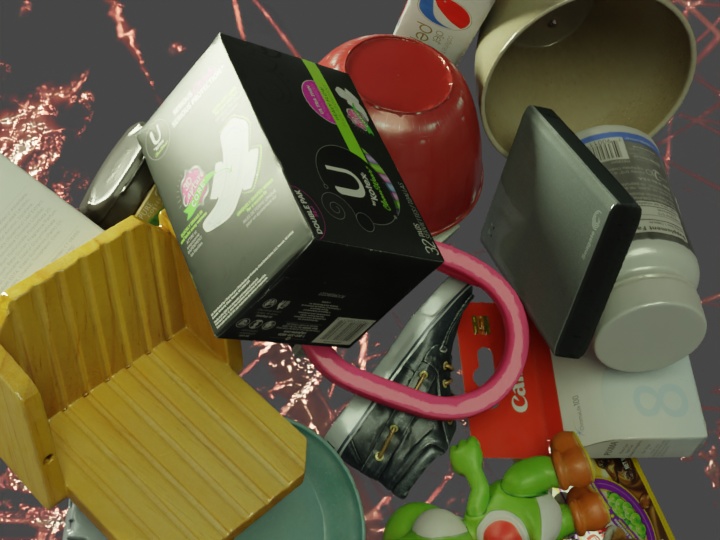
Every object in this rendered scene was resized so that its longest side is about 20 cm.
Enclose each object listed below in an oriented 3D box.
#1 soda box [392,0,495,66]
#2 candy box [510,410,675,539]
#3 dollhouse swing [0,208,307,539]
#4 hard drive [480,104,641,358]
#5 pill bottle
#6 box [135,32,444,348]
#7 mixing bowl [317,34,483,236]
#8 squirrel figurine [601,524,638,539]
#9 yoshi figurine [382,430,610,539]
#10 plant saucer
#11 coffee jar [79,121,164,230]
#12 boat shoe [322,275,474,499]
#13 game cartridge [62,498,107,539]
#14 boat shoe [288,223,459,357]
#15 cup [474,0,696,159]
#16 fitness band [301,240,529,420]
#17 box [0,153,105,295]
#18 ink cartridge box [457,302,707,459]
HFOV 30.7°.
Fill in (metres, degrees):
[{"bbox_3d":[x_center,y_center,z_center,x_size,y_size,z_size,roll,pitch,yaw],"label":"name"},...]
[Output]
[{"bbox_3d":[0.079,-0.241,1.177,0.068,0.200,0.064,23,72,-3],"label":"soda box"},{"bbox_3d":[0.210,0.213,1.155,0.102,0.026,0.200,-22,77,-12],"label":"candy box"},{"bbox_3d":[-0.151,0.092,0.986,0.176,0.182,0.200,30,49,33],"label":"dollhouse swing"},{"bbox_3d":[0.164,-0.037,1.106,0.033,0.200,0.140,8,116,-19],"label":"hard drive"},{"bbox_3d":[0.228,-0.020,1.139,0.114,0.114,0.200,-1,51,-8],"label":"pill bottle"},{"bbox_3d":[-0.057,-0.058,1.013,0.148,0.124,0.200,8,48,-47],"label":"box"},{"bbox_3d":[0.023,-0.135,1.153,0.200,0.108,0.200,5,51,-7],"label":"mixing bowl"},{"bbox_3d":[0.158,0.287,1.046,0.187,0.200,0.142,-33,65,-16],"label":"squirrel figurine"},{"bbox_3d":[0.098,0.206,1.098,0.200,0.112,0.113,-22,64,-6],"label":"yoshi figurine"},{"bbox_3d":[-0.092,0.218,1.080,0.200,0.036,0.200,5,79,-26],"label":"plant saucer"},{"bbox_3d":[-0.134,-0.037,1.119,0.200,0.085,0.104,35,77,-18],"label":"coffee jar"},{"bbox_3d":[0.059,0.099,1.147,0.091,0.071,0.200,36,80,5],"label":"boat shoe"},{"bbox_3d":[-0.170,0.146,1.102,0.133,0.040,0.200,11,75,-14],"label":"game cartridge"},{"bbox_3d":[0.000,0.000,1.167,0.200,0.076,0.060,-39,83,-29],"label":"boat shoe"},{"bbox_3d":[0.187,-0.212,1.207,0.200,0.201,0.143,-8,46,-10],"label":"cup"},{"bbox_3d":[0.044,0.045,1.099,0.200,0.037,0.144,20,77,-5],"label":"fitness band"},{"bbox_3d":[-0.304,-0.020,1.083,0.200,0.152,0.106,37,73,3],"label":"box"},{"bbox_3d":[0.191,0.085,1.158,0.200,0.047,0.160,1,57,-9],"label":"ink cartridge box"}]
